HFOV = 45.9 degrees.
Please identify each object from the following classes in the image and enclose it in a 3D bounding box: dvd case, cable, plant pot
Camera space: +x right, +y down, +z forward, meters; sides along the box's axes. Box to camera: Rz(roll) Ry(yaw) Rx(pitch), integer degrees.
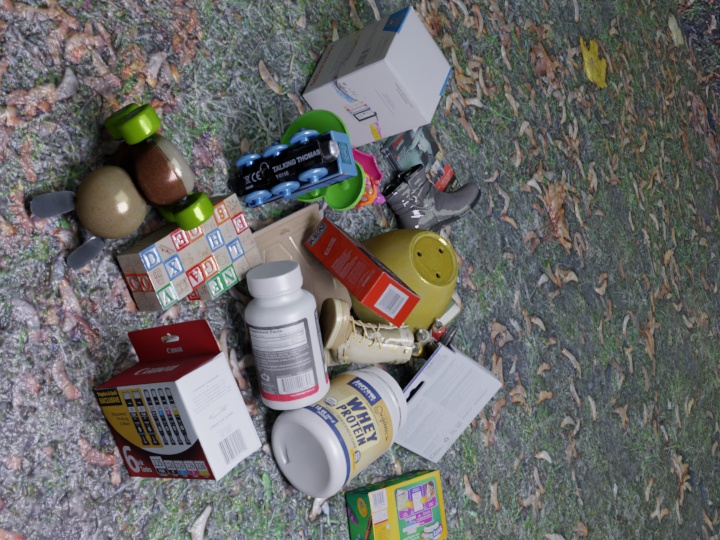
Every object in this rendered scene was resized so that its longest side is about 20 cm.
[{"bbox_3d":[0.126,-0.201,1.703,0.202,0.022,0.147,56,46,-25],"label":"dvd case"},{"bbox_3d":[0.129,0.147,1.532,0.097,0.201,0.050,-41,69,-16],"label":"cable"},{"bbox_3d":[0.092,0.008,1.485,0.196,0.142,0.204,13,62,-27],"label":"plant pot"}]

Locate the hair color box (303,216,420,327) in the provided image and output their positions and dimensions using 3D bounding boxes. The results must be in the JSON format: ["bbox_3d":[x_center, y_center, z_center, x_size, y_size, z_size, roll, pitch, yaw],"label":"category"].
[{"bbox_3d":[0.000,0.000,1.343,0.101,0.200,0.062,34,96,-41],"label":"hair color box"}]

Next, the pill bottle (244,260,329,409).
[{"bbox_3d":[-0.113,0.094,1.273,0.110,0.109,0.205,-28,115,-47],"label":"pill bottle"}]

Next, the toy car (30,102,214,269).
[{"bbox_3d":[-0.326,-0.097,1.128,0.199,0.157,0.166,-38,115,-17],"label":"toy car"}]

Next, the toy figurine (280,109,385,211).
[{"bbox_3d":[-0.016,-0.159,1.441,0.151,0.200,0.183,-55,148,13],"label":"toy figurine"}]

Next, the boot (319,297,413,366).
[{"bbox_3d":[0.011,0.100,1.342,0.152,0.201,0.074,1,61,-7],"label":"boot"}]

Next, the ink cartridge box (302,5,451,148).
[{"bbox_3d":[0.029,-0.332,1.494,0.145,0.197,0.149,47,50,-32],"label":"ink cartridge box"}]

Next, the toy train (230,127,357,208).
[{"bbox_3d":[-0.105,-0.155,1.317,0.114,0.197,0.089,-2,75,-62],"label":"toy train"}]

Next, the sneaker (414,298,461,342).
[{"bbox_3d":[0.104,0.089,1.589,0.199,0.067,0.091,-37,93,-40],"label":"sneaker"}]

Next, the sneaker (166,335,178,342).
[{"bbox_3d":[-0.216,0.188,1.206,0.088,0.074,0.205,-6,85,-59],"label":"sneaker"}]

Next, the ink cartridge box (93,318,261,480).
[{"bbox_3d":[-0.244,0.166,1.078,0.083,0.198,0.179,-31,104,-45],"label":"ink cartridge box"}]

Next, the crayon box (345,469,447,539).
[{"bbox_3d":[0.066,0.423,1.465,0.198,0.058,0.122,-1,82,-48],"label":"crayon box"}]

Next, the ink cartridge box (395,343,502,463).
[{"bbox_3d":[0.131,0.231,1.508,0.199,0.041,0.201,34,99,-40],"label":"ink cartridge box"}]

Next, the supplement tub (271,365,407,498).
[{"bbox_3d":[-0.029,0.247,1.338,0.199,0.143,0.147,-28,102,-47],"label":"supplement tub"}]

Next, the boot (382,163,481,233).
[{"bbox_3d":[0.141,-0.151,1.639,0.199,0.069,0.133,-38,110,-26],"label":"boot"}]

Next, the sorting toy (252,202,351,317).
[{"bbox_3d":[-0.103,0.011,1.397,0.184,0.036,0.204,-31,108,-47],"label":"sorting toy"}]

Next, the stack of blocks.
[{"bbox_3d":[-0.240,-0.015,1.221,0.199,0.058,0.117,-39,116,-45],"label":"stack of blocks"}]
